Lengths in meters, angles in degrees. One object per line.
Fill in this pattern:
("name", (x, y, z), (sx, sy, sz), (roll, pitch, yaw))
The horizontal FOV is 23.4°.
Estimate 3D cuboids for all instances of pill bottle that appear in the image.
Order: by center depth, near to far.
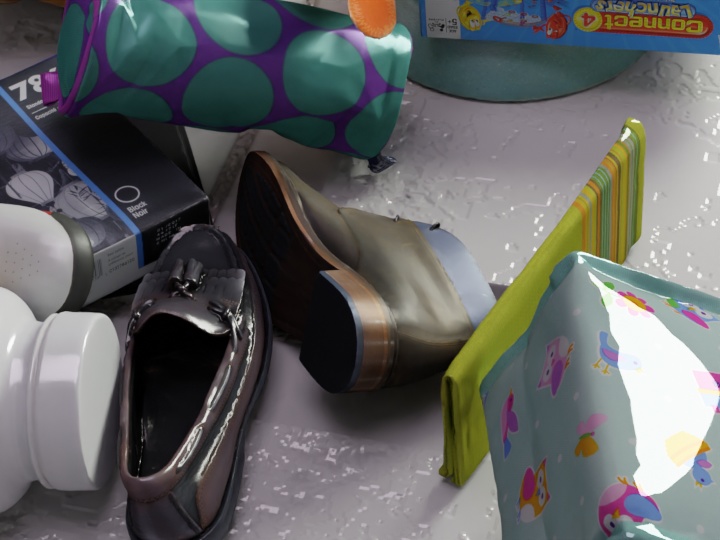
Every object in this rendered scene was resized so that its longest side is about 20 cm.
("pill bottle", (-0.222, 0.062, 0.846), (0.198, 0.113, 0.113), (0, 45, 6))

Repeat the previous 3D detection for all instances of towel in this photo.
("towel", (0.093, 0.012, 0.878), (0.018, 0.086, 0.200), (21, 52, 26))

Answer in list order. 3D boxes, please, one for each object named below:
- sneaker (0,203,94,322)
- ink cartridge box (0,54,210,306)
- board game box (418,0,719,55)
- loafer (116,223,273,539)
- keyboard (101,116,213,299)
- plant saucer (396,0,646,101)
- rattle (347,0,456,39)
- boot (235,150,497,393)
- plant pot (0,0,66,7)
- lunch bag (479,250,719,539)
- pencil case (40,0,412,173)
("sneaker", (-0.239, -0.009, 0.897), (0.200, 0.068, 0.108), (10, 2, 37))
("ink cartridge box", (-0.180, -0.063, 0.988), (0.099, 0.039, 0.200), (-30, 51, -27))
("board game box", (0.146, -0.220, 1.075), (0.194, 0.056, 0.201), (5, 46, 11))
("loafer", (-0.086, 0.047, 0.871), (0.071, 0.063, 0.201), (-7, 49, 11))
("keyboard", (-0.160, -0.056, 1.022), (0.126, 0.021, 0.201), (-10, 44, -11))
("plant saucer", (0.097, -0.185, 1.111), (0.198, 0.036, 0.201), (-3, 45, 3))
("rattle", (-0.013, -0.219, 0.959), (0.129, 0.144, 0.200), (1, 20, -3))
("boot", (0.000, 0.000, 0.933), (0.096, 0.075, 0.200), (1, 33, -26))
("plant pot", (-0.159, -0.241, 1.099), (0.182, 0.201, 0.201), (28, 53, 10))
("lunch bag", (0.165, 0.102, 0.756), (0.199, 0.122, 0.171), (17, 39, -15))
("pencil case", (-0.071, -0.112, 0.979), (0.199, 0.092, 0.086), (7, 63, -25))
